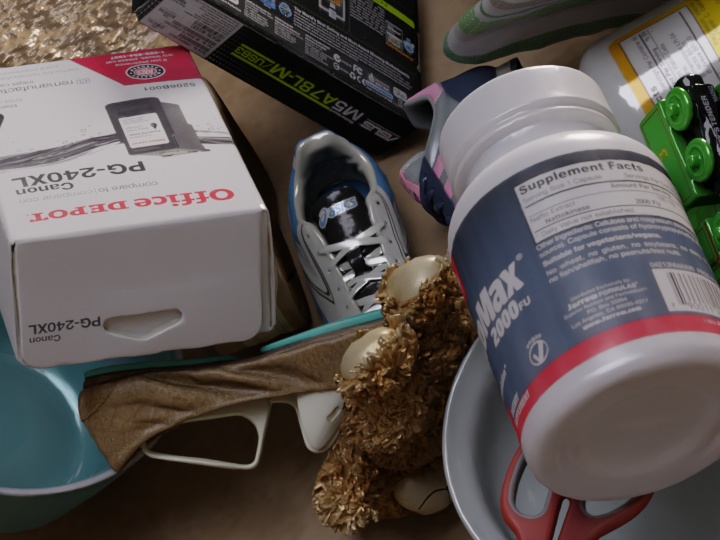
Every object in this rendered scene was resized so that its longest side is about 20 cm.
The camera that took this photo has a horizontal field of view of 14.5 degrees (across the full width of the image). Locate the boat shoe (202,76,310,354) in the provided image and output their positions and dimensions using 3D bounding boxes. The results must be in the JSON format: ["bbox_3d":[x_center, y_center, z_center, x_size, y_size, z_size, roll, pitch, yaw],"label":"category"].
[{"bbox_3d":[-0.088,-0.036,1.721,0.064,0.071,0.200,-26,48,8],"label":"boat shoe"}]

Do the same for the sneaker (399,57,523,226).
[{"bbox_3d":[0.064,-0.038,1.641,0.082,0.070,0.200,-12,42,13],"label":"sneaker"}]

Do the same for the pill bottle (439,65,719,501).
[{"bbox_3d":[0.109,0.002,1.399,0.120,0.120,0.200,-26,53,9],"label":"pill bottle"}]

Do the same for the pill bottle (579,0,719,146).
[{"bbox_3d":[0.193,-0.099,1.587,0.200,0.113,0.113,-29,47,5],"label":"pill bottle"}]

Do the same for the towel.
[{"bbox_3d":[0.136,-0.158,1.605,0.149,0.200,0.031,-17,87,-13],"label":"towel"}]

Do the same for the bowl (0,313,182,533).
[{"bbox_3d":[-0.212,0.072,1.650,0.201,0.105,0.201,10,52,-13],"label":"bowl"}]

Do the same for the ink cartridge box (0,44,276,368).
[{"bbox_3d":[-0.141,-0.039,1.591,0.145,0.083,0.200,-8,33,-14],"label":"ink cartridge box"}]

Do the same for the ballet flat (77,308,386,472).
[{"bbox_3d":[-0.055,0.072,1.570,0.200,0.068,0.072,-12,85,-1],"label":"ballet flat"}]

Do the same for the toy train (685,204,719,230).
[{"bbox_3d":[0.166,-0.016,1.513,0.200,0.042,0.056,-47,39,47],"label":"toy train"}]

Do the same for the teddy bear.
[{"bbox_3d":[0.026,0.073,1.497,0.067,0.200,0.145,21,40,12],"label":"teddy bear"}]

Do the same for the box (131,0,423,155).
[{"bbox_3d":[-0.049,-0.191,1.734,0.048,0.200,0.193,-37,41,34],"label":"box"}]

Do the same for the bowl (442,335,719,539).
[{"bbox_3d":[0.149,0.095,1.463,0.201,0.090,0.201,-7,63,13],"label":"bowl"}]

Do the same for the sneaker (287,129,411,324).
[{"bbox_3d":[0.000,0.000,1.645,0.072,0.072,0.200,-28,48,5],"label":"sneaker"}]

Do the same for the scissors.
[{"bbox_3d":[0.081,0.158,1.375,0.073,0.014,0.200,18,61,18],"label":"scissors"}]

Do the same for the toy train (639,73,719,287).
[{"bbox_3d":[0.189,-0.004,1.408,0.042,0.056,0.200,-6,65,-27],"label":"toy train"}]
